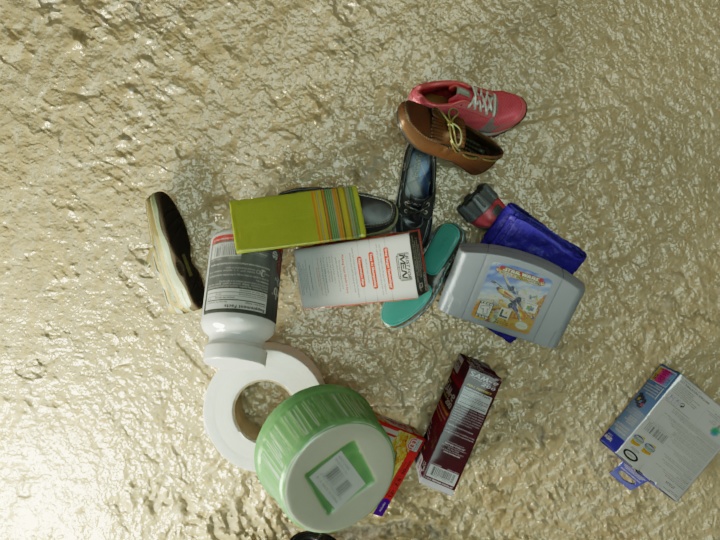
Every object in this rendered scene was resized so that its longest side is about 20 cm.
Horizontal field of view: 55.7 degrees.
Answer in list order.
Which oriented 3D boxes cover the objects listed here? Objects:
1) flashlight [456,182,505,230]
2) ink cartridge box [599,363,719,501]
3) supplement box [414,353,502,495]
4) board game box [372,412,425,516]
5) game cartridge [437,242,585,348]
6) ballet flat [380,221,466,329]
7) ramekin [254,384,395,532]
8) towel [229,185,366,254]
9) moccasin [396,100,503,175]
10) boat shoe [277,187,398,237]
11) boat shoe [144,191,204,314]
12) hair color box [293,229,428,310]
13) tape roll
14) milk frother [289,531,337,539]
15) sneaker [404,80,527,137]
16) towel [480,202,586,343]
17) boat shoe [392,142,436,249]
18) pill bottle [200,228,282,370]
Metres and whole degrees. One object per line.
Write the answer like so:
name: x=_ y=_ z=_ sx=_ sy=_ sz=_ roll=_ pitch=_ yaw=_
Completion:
flashlight: x=0.245 y=-0.049 z=1.106 sx=0.200 sy=0.068 sz=0.068 roll=46 pitch=117 yaw=-8
ink cartridge box: x=0.497 y=0.278 z=1.122 sx=0.136 sy=0.076 sz=0.200 roll=38 pitch=92 yaw=-2
supplement box: x=0.155 y=0.245 z=1.102 sx=0.060 sy=0.109 sz=0.201 roll=23 pitch=93 yaw=-2
board game box: x=-0.012 y=0.298 z=1.095 sx=0.199 sy=0.046 sz=0.152 roll=27 pitch=94 yaw=-30
game cartridge: x=0.230 y=0.034 z=1.042 sx=0.198 sy=0.042 sz=0.134 roll=18 pitch=126 yaw=3
ballet flat: x=0.109 y=0.014 z=1.105 sx=0.074 sy=0.074 sz=0.200 roll=38 pitch=97 yaw=-3
ramekin: x=-0.046 y=0.277 z=0.989 sx=0.198 sy=0.098 sz=0.202 roll=-8 pitch=110 yaw=-23
towel: x=-0.094 y=-0.077 z=1.032 sx=0.198 sy=0.018 sz=0.087 roll=-8 pitch=73 yaw=-9
moccasin: x=0.138 y=-0.206 z=1.039 sx=0.200 sy=0.077 sz=0.074 roll=25 pitch=57 yaw=-31
boat shoe: x=-0.040 y=-0.094 z=1.085 sx=0.198 sy=0.065 sz=0.074 roll=1 pitch=81 yaw=6
boat shoe: x=-0.319 y=-0.024 z=1.105 sx=0.076 sy=0.072 sz=0.202 roll=-15 pitch=93 yaw=17
hair color box: x=0.000 y=0.000 z=1.073 sx=0.198 sy=0.061 sz=0.103 roll=-6 pitch=95 yaw=24
tape roll: x=-0.154 y=0.223 z=1.118 sx=0.200 sy=0.071 sz=0.205 roll=0 pitch=95 yaw=0
milk frother: x=-0.127 y=0.550 z=1.119 sx=0.198 sy=0.181 sz=0.189 roll=1 pitch=133 yaw=-28
sneaker: x=0.167 y=-0.258 z=1.068 sx=0.198 sy=0.087 sz=0.074 roll=2 pitch=79 yaw=-1
towel: x=0.237 y=0.011 z=1.071 sx=0.147 sy=0.050 sz=0.201 roll=34 pitch=121 yaw=2
boat shoe: x=0.092 y=-0.119 z=1.096 sx=0.069 sy=0.066 sz=0.202 roll=9 pitch=94 yaw=0
pill bottle: x=-0.184 y=0.046 z=1.052 sx=0.115 sy=0.116 sz=0.202 roll=3 pitch=72 yaw=0
